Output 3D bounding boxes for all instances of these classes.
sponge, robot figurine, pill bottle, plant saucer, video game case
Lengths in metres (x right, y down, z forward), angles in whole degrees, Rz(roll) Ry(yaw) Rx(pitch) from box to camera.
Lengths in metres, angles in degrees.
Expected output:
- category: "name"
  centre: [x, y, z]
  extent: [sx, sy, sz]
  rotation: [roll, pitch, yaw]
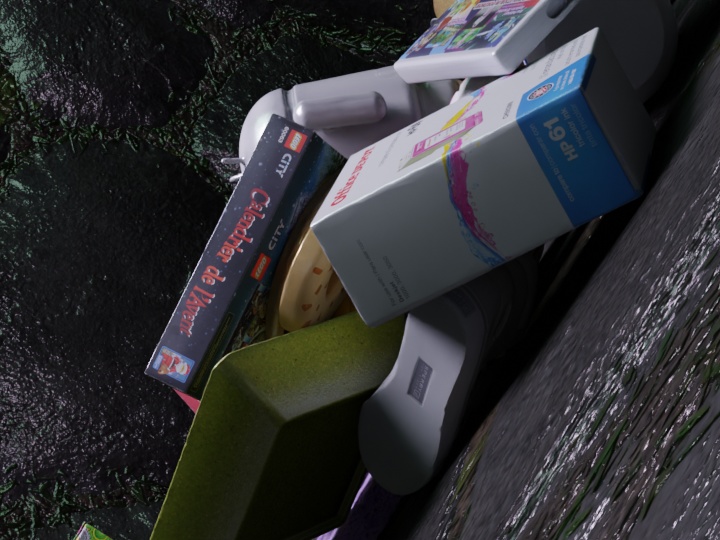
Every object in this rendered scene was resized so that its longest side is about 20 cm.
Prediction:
- category: "sponge"
  centre: [-0.005, 0.194, 1.734]
  extent: [0.112, 0.030, 0.200]
  rotation: [-59, 2, -6]
- category: "robot figurine"
  centre: [-0.012, -0.100, 1.802]
  extent: [0.170, 0.199, 0.113]
  rotation: [79, 179, -67]
- category: "pill bottle"
  centre: [0.173, -0.170, 1.629]
  extent: [0.112, 0.112, 0.200]
  rotation: [-58, 2, 8]
- category: "plant saucer"
  centre: [-0.048, 0.130, 1.557]
  extent: [0.199, 0.048, 0.201]
  rotation: [-18, -43, -50]
- category: "video game case"
  centre: [0.121, -0.202, 1.565]
  extent: [0.182, 0.023, 0.200]
  rotation: [-46, 16, -11]

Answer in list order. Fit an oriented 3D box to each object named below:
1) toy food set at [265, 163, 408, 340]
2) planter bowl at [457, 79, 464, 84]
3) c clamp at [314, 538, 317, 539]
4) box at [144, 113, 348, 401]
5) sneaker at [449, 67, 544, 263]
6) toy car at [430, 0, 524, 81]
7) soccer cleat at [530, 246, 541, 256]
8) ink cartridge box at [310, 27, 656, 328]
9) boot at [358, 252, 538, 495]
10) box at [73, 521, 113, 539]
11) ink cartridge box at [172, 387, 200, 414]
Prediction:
- category: "toy food set"
  centre: [0.000, 0.000, 1.603]
  extent: [0.198, 0.049, 0.200]
  rotation: [-48, -30, -34]
- category: "planter bowl"
  centre: [0.100, -0.089, 1.969]
  extent: [0.201, 0.134, 0.200]
  rotation: [-58, 2, 3]
- category: "c clamp"
  centre: [-0.055, 0.241, 1.874]
  extent: [0.171, 0.027, 0.200]
  rotation: [-48, -17, -51]
- category: "box"
  centre: [-0.067, 0.003, 1.577]
  extent: [0.201, 0.038, 0.137]
  rotation: [-64, -25, -4]
- category: "sneaker"
  centre: [0.105, -0.052, 1.653]
  extent: [0.088, 0.081, 0.201]
  rotation: [-115, 24, -72]
- category: "toy car"
  centre: [0.103, -0.200, 1.847]
  extent: [0.200, 0.164, 0.158]
  rotation: [20, 74, 43]
- category: "soccer cleat"
  centre: [0.092, -0.020, 1.577]
  extent: [0.200, 0.085, 0.069]
  rotation: [-56, 24, 7]
- category: "ink cartridge box"
  centre: [0.080, -0.060, 1.431]
  extent: [0.200, 0.085, 0.145]
  rotation: [-28, 13, 19]
- category: "boot"
  centre: [0.066, 0.068, 1.516]
  extent: [0.095, 0.074, 0.200]
  rotation: [-30, -25, -38]
- category: "box"
  centre: [-0.167, 0.311, 1.622]
  extent: [0.122, 0.192, 0.200]
  rotation: [-59, 1, -32]
- category: "ink cartridge box"
  centre: [-0.029, 0.068, 1.751]
  extent: [0.200, 0.146, 0.083]
  rotation: [-45, -17, 2]
